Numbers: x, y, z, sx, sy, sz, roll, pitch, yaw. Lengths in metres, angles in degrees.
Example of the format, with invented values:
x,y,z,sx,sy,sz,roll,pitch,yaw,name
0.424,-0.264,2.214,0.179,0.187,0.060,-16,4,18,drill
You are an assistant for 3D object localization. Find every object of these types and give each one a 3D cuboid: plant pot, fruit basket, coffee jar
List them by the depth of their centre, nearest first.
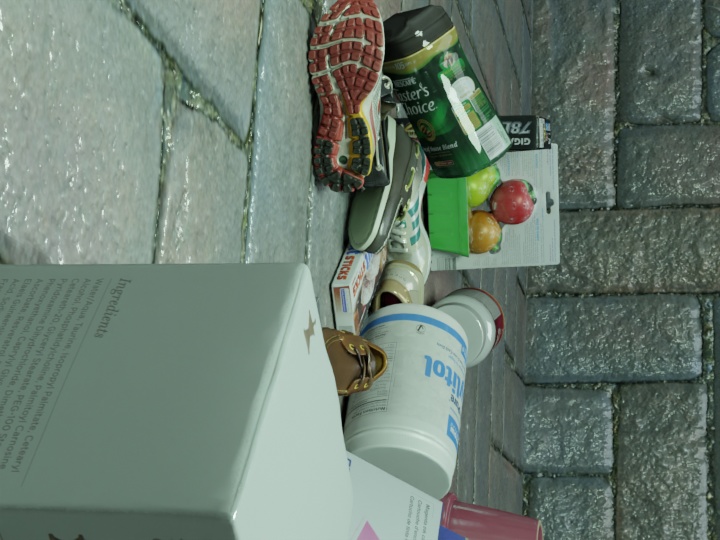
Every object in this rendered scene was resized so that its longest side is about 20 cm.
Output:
x,y,z,sx,sy,sz,roll,pitch,yaw,name
0.091,-0.210,1.741,0.085,0.104,0.201,-36,108,-24,coffee jar
0.169,0.418,2.130,0.200,0.177,0.202,-1,90,-77,plant pot
0.195,-0.095,2.218,0.094,0.198,0.187,-101,-173,-74,fruit basket

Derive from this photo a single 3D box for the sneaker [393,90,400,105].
x,y,z,sx,sy,sz,roll,pitch,yaw,name
0.066,-0.253,1.874,0.200,0.084,0.078,16,75,-77,sneaker

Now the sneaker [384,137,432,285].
x,y,z,sx,sy,sz,roll,pitch,yaw,name
0.040,-0.066,1.832,0.093,0.070,0.202,1,91,-60,sneaker

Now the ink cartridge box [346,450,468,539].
x,y,z,sx,sy,sz,roll,pitch,yaw,name
0.027,0.295,1.476,0.043,0.199,0.197,-47,-159,41,ink cartridge box

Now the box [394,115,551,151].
x,y,z,sx,sy,sz,roll,pitch,yaw,name
0.152,-0.182,2.006,0.198,0.198,0.050,-12,101,-79,box

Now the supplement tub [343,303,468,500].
x,y,z,sx,sy,sz,roll,pitch,yaw,name
0.051,0.151,1.689,0.132,0.131,0.201,76,18,-49,supplement tub

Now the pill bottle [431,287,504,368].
x,y,z,sx,sy,sz,roll,pitch,yaw,name
0.150,0.087,2.208,0.200,0.109,0.111,-22,111,-77,pill bottle

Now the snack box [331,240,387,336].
x,y,z,sx,sy,sz,roll,pitch,yaw,name
0.000,0.000,1.702,0.200,0.024,0.072,-69,155,-59,snack box

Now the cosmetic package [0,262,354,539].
x,y,z,sx,sy,sz,roll,pitch,yaw,name
-0.120,0.109,0.720,0.167,0.198,0.168,-75,160,-50,cosmetic package

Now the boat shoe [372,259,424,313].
x,y,z,sx,sy,sz,roll,pitch,yaw,name
0.044,0.088,1.828,0.069,0.073,0.202,-53,142,-51,boat shoe

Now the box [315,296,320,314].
x,y,z,sx,sy,sz,roll,pitch,yaw,name
-0.066,0.145,1.332,0.159,0.048,0.202,-67,154,-63,box

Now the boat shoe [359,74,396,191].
x,y,z,sx,sy,sz,roll,pitch,yaw,name
0.010,-0.184,1.668,0.074,0.060,0.202,60,31,-63,boat shoe

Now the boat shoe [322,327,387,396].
x,y,z,sx,sy,sz,roll,pitch,yaw,name
-0.018,0.092,1.514,0.200,0.067,0.073,4,86,-78,boat shoe

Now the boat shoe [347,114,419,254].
x,y,z,sx,sy,sz,roll,pitch,yaw,name
0.033,-0.093,1.711,0.060,0.072,0.202,32,44,-24,boat shoe

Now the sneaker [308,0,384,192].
x,y,z,sx,sy,sz,roll,pitch,yaw,name
-0.014,-0.187,1.549,0.082,0.077,0.202,-59,156,-75,sneaker
